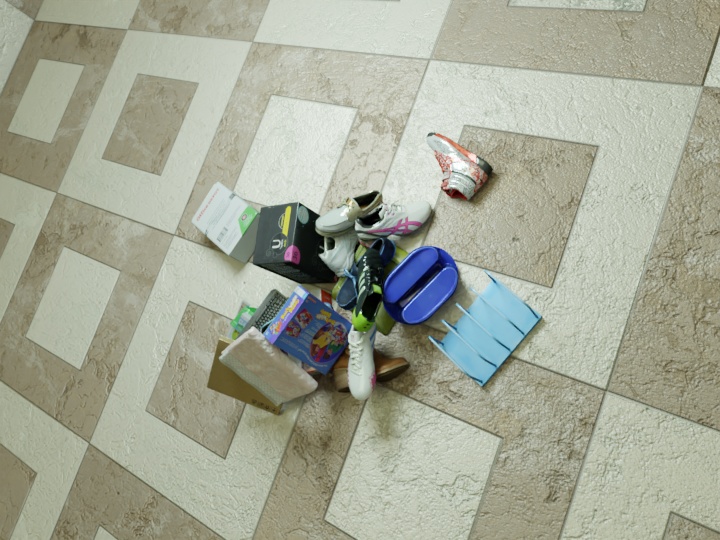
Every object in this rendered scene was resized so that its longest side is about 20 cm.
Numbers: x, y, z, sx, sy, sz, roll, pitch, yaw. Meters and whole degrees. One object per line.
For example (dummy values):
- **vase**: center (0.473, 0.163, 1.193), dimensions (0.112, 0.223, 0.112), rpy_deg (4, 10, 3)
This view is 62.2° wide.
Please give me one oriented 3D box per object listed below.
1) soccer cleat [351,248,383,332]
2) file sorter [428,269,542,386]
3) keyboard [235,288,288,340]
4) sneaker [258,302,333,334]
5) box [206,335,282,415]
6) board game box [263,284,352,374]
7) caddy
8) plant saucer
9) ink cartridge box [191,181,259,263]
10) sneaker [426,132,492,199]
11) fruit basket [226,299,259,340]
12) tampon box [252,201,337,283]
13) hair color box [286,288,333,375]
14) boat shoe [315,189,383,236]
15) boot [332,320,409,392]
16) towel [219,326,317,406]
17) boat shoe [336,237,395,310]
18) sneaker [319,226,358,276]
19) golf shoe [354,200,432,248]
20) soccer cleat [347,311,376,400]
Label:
- **soccer cleat**: center (0.026, 0.038, 1.324), dimensions (0.081, 0.067, 0.203), rpy_deg (-38, 38, 57)
- **file sorter**: center (0.262, 0.121, 1.279), dimensions (0.201, 0.122, 0.139), rpy_deg (-51, 59, 6)
- **keyboard**: center (-0.229, 0.160, 1.488), dimensions (0.126, 0.021, 0.201), rpy_deg (35, 89, 8)
- **sneaker**: center (-0.154, 0.133, 1.426), dimensions (0.197, 0.090, 0.079), rpy_deg (-24, 73, 0)
- **box**: center (-0.272, 0.261, 1.473), dimensions (0.197, 0.021, 0.165), rpy_deg (21, 119, 0)
- **board game box**: center (-0.108, 0.139, 1.353), dimensions (0.135, 0.200, 0.045), rpy_deg (-53, 45, -4)
- **caddy**: center (0.138, 0.035, 1.377), dimensions (0.200, 0.105, 0.142), rpy_deg (-44, 86, 2)
- **plant saucer**: center (0.034, 0.021, 1.472), dimensions (0.199, 0.048, 0.202), rpy_deg (32, 91, 32)
- **ink cartridge box**: center (-0.371, -0.139, 1.711), dimensions (0.199, 0.084, 0.147), rpy_deg (38, 94, 31)
- **sneaker**: center (0.213, -0.251, 1.450), dimensions (0.201, 0.067, 0.109), rpy_deg (37, 91, 28)
- **fruit basket**: center (-0.296, 0.206, 1.563), dimensions (0.184, 0.093, 0.202), rpy_deg (32, 93, 31)
- **tampon box**: center (-0.154, -0.063, 1.502), dimensions (0.124, 0.199, 0.153), rpy_deg (-3, 73, 31)
- **hair color box**: center (-0.126, 0.160, 1.505), dimensions (0.109, 0.064, 0.204), rpy_deg (-14, 70, 22)
- **boat shoe**: center (-0.027, -0.148, 1.476), dimensions (0.198, 0.069, 0.075), rpy_deg (-27, 55, -32)
- **boot**: center (0.016, 0.192, 1.423), dimensions (0.198, 0.076, 0.158), rpy_deg (-23, 61, 28)
- **towel**: center (-0.217, 0.229, 1.378), dimensions (0.190, 0.200, 0.032), rpy_deg (-34, 18, 47)
- **boat shoe**: center (0.000, 0.000, 1.427), dimensions (0.084, 0.068, 0.202), rpy_deg (33, 91, 31)
- **sneaker**: center (-0.043, -0.088, 1.502), dimensions (0.070, 0.080, 0.203), rpy_deg (-22, 41, 44)
- **golf shoe**: center (0.081, -0.126, 1.444), dimensions (0.197, 0.093, 0.073), rpy_deg (-24, 51, -3)
- **soccer cleat**: center (-0.004, 0.186, 1.339), dimensions (0.069, 0.087, 0.203), rpy_deg (-9, 58, 20)
